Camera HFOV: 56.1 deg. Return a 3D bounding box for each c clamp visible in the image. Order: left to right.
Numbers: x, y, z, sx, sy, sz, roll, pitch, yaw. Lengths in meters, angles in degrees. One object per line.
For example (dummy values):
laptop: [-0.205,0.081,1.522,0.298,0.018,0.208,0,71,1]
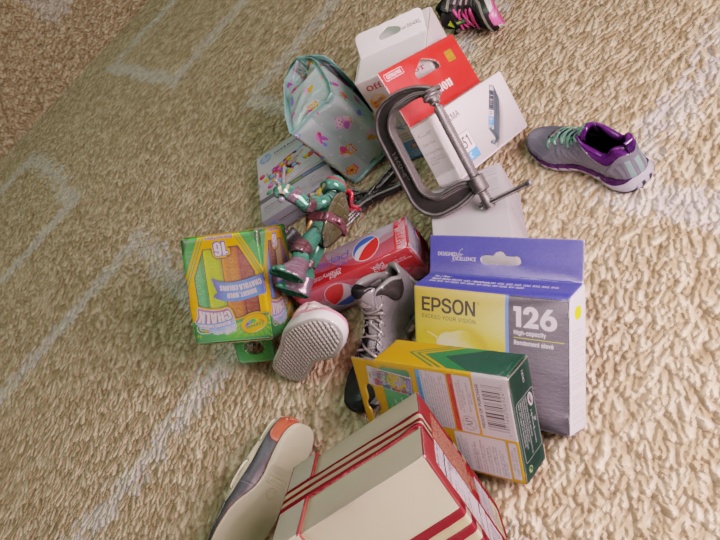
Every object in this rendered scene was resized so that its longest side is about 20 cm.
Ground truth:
c clamp: [0.105,-0.154,0.861,0.027,0.200,0.171,-30,-3,-45]

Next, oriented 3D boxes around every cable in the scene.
cable: [-0.003,-0.121,1.111,0.199,0.050,0.097,-21,49,25]

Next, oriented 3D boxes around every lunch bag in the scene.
lunch bag: [-0.047,-0.278,1.186,0.122,0.170,0.200,-40,40,20]

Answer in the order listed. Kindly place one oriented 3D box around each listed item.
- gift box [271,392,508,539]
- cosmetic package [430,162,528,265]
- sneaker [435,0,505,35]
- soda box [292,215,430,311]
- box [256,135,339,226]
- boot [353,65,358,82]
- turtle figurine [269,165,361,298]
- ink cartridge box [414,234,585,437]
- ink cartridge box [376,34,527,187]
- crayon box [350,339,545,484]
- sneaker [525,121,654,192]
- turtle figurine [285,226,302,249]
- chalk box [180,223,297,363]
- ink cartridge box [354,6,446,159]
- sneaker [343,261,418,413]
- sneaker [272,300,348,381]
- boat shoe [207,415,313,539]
gift box: [0.032,0.263,0.636,0.186,0.200,0.185,-33,2,8]
cosmetic package: [0.158,-0.032,0.883,0.112,0.081,0.201,-20,47,25]
sneaker: [0.193,-0.466,1.232,0.087,0.074,0.200,-35,36,9]
soda box: [0.000,0.000,0.989,0.199,0.070,0.064,-23,42,23]
box: [-0.118,-0.180,1.262,0.155,0.041,0.200,-29,41,16]
boot: [0.066,-0.381,1.224,0.199,0.072,0.155,-15,38,-12]
turtle figurine: [-0.068,-0.069,0.948,0.100,0.150,0.201,6,66,24]
ink cartridge box: [0.148,0.065,0.748,0.197,0.047,0.201,4,103,42]
ink cartridge box: [0.136,-0.237,0.950,0.045,0.177,0.200,-20,15,49]
crayon box: [0.093,0.147,0.743,0.199,0.126,0.052,2,25,39]
sneaker: [0.291,-0.174,0.890,0.074,0.088,0.200,-49,41,-7]
turtle figurine: [-0.177,0.009,1.111,0.200,0.101,0.150,-45,40,-11]
chalk box: [-0.172,0.041,1.000,0.124,0.124,0.201,-7,95,14]
ink cartridge box: [0.085,-0.302,1.079,0.128,0.200,0.126,-16,47,28]
sneaker: [0.010,0.076,0.882,0.075,0.116,0.201,6,60,42]
sneaker: [-0.059,0.073,0.924,0.105,0.075,0.200,-63,7,-33]
boat shoe: [-0.134,0.277,0.863,0.062,0.071,0.200,8,60,49]
